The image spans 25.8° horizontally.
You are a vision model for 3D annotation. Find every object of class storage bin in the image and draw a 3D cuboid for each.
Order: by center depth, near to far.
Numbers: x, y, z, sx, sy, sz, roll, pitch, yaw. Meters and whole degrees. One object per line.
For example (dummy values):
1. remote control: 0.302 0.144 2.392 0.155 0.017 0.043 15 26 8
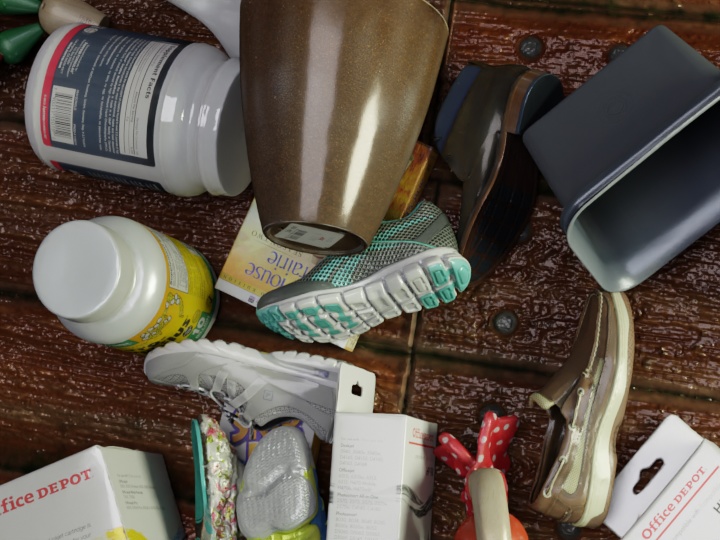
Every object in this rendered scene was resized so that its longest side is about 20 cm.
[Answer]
1. storage bin: 0.244 -0.101 1.334 0.199 0.146 0.135 -38 46 8

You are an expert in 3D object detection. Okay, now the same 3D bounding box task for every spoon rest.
1. spoon rest: -0.115 -0.240 1.501 0.198 0.061 0.100 29 91 5

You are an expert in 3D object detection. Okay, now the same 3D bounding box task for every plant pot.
1. plant pot: -0.027 -0.122 1.350 0.184 0.187 0.203 3 74 17

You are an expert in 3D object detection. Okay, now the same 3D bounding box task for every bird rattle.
1. bird rattle: 0.114 0.221 1.306 0.111 0.163 0.203 4 91 -1

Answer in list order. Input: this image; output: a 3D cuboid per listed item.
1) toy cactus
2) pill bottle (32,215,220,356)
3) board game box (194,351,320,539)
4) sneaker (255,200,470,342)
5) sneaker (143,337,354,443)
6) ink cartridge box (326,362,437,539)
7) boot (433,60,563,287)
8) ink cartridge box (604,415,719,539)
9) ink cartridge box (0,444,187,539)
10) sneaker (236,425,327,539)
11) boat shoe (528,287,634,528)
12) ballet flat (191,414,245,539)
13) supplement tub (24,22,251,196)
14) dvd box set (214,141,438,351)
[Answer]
1. toy cactus: -0.329 -0.270 1.551 0.163 0.102 0.202 20 79 9
2. pill bottle: -0.210 0.014 1.404 0.111 0.200 0.114 -3 80 16
3. board game box: -0.089 0.177 1.435 0.094 0.030 0.203 10 82 18
4. sneaker: 0.000 0.000 1.391 0.198 0.078 0.092 -16 56 13
5. sneaker: -0.106 0.108 1.398 0.197 0.075 0.083 6 83 19
6. ink cartridge box: 0.020 0.186 1.353 0.066 0.116 0.203 2 82 17
7. boot: 0.108 -0.092 1.411 0.097 0.074 0.202 29 100 43
8. ink cartridge box: 0.293 0.222 1.284 0.200 0.067 0.116 41 95 18
9. ink cartridge box: -0.237 0.276 1.399 0.146 0.145 0.202 -21 76 11
10. sneaker: -0.056 0.241 1.376 0.075 0.105 0.203 -2 79 27
11. boat shoe: 0.181 0.110 1.325 0.074 0.075 0.205 11 77 -10
12. ballet flat: -0.117 0.229 1.396 0.063 0.076 0.203 -1 85 -14
13. supplement tub: -0.197 -0.148 1.458 0.198 0.140 0.142 12 85 18
14. dvd box set: -0.032 -0.046 1.451 0.145 0.029 0.202 24 88 18
